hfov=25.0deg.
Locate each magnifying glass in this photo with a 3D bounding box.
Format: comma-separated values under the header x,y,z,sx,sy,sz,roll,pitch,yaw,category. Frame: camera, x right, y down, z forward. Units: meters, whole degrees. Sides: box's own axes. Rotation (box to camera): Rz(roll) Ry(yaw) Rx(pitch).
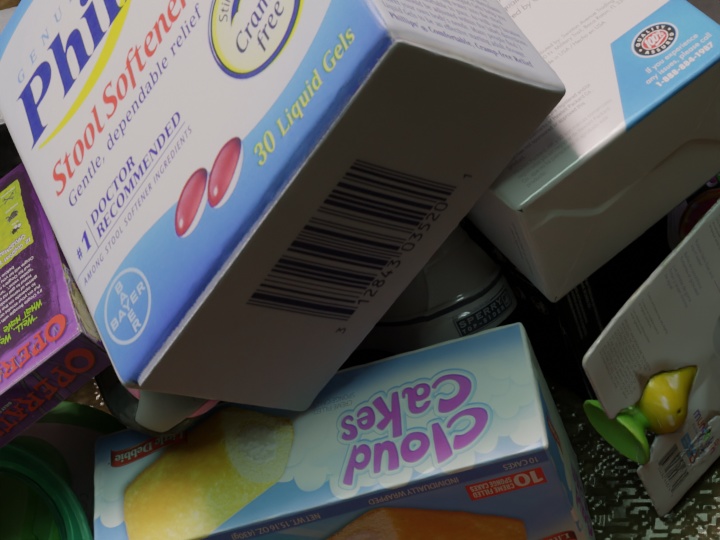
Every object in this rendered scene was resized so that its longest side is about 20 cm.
x,y,z,sx,sy,sz,roll,pitch,yaw,category
-0.120,0.158,0.699,0.022,0.201,0.080,-35,1,39,magnifying glass

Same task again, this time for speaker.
x,y,z,sx,sy,sz,roll,pitch,yaw,category
-0.150,0.163,0.750,0.088,0.089,0.201,-9,51,15,speaker

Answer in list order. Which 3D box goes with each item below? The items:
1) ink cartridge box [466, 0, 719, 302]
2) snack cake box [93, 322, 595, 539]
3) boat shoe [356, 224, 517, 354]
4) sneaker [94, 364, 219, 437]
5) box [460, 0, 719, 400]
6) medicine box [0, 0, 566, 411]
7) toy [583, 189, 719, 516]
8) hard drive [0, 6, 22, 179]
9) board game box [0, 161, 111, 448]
x,y,z,sx,sy,sz,roll,pitch,yaw,category
0.063,-0.095,0.714,0.115,0.068,0.200,-36,50,-6,ink cartridge box
-0.005,0.104,0.718,0.198,0.115,0.068,-16,49,10,snack cake box
0.000,0.000,0.775,0.072,0.066,0.200,-32,13,-18,boat shoe
-0.111,0.020,0.751,0.096,0.079,0.201,-49,30,20,sneaker
0.117,-0.069,0.800,0.200,0.125,0.148,-44,51,-15,box
-0.047,-0.078,0.667,0.183,0.102,0.201,-51,51,25,medicine box
0.168,-0.001,0.726,0.047,0.115,0.200,24,65,45,toy
-0.217,-0.093,0.888,0.138,0.033,0.200,-13,27,5,hard drive
-0.198,0.050,0.699,0.199,0.032,0.120,-36,40,11,board game box
